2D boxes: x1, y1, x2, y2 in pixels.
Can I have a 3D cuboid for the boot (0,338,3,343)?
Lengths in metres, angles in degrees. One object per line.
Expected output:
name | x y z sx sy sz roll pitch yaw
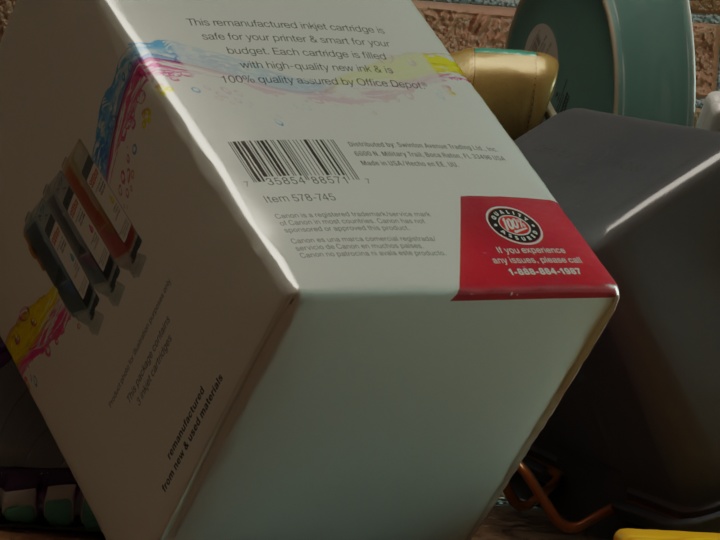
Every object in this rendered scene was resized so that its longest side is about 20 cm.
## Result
boot | -0.210 0.020 1.175 0.174 0.201 0.069 37 4 4

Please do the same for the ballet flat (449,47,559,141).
ballet flat | 0.075 -0.004 1.191 0.063 0.201 0.069 -10 30 4

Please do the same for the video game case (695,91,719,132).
video game case | 0.195 0.009 1.222 0.142 0.201 0.018 3 39 -15

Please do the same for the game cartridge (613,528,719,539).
game cartridge | 0.184 0.117 0.883 0.175 0.033 0.200 4 7 -7

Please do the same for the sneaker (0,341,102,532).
sneaker | -0.089 0.052 1.030 0.198 0.088 0.074 4 6 -4

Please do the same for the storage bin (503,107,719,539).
storage bin | 0.105 0.020 1.082 0.145 0.135 0.200 -32 17 -15

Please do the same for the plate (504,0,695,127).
plate | 0.098 -0.075 1.245 0.025 0.202 0.200 1 7 -20

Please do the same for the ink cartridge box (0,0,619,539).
ink cartridge box | -0.037 -0.009 0.976 0.145 0.145 0.200 -1 44 -36
